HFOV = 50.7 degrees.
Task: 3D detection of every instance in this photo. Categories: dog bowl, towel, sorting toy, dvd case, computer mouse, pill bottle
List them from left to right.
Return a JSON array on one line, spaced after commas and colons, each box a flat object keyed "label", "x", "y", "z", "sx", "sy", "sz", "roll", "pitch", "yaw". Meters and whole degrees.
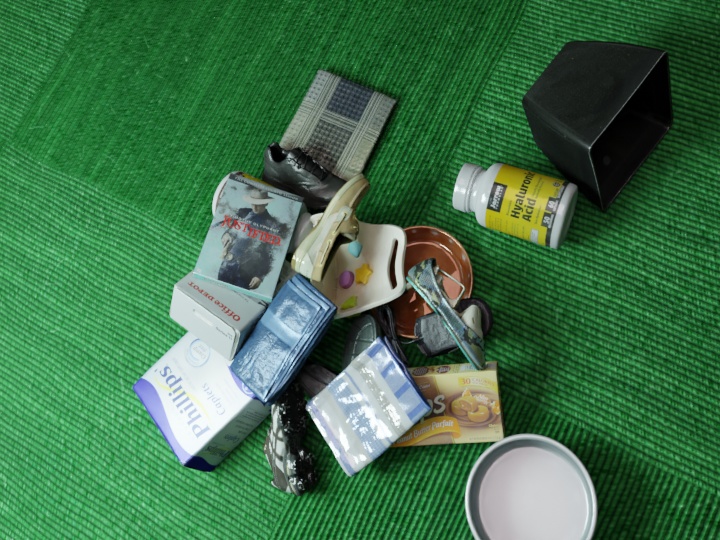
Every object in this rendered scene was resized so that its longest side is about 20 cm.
[{"label": "dvd case", "x": -0.191, "y": -0.060, "z": 1.314, "sx": 0.142, "sy": 0.022, "sz": 0.204, "roll": 18, "pitch": 64, "yaw": -3}, {"label": "pill bottle", "x": -0.174, "y": -0.101, "z": 1.422, "sx": 0.197, "sy": 0.109, "sz": 0.111, "roll": 26, "pitch": 81, "yaw": 22}, {"label": "towel", "x": -0.129, "y": 0.111, "z": 1.248, "sx": 0.111, "sy": 0.048, "sz": 0.202, "roll": 36, "pitch": 93, "yaw": 29}, {"label": "towel", "x": -0.047, "y": -0.278, "z": 1.489, "sx": 0.189, "sy": 0.035, "sz": 0.203, "roll": 25, "pitch": 79, "yaw": 19}, {"label": "sorting toy", "x": 0.000, "y": 0.000, "z": 1.310, "sx": 0.176, "sy": 0.106, "sz": 0.205, "roll": -11, "pitch": 63, "yaw": 32}, {"label": "towel", "x": 0.008, "y": 0.221, "z": 1.228, "sx": 0.200, "sy": 0.024, "sz": 0.148, "roll": -44, "pitch": 70, "yaw": 24}, {"label": "computer mouse", "x": 0.123, "y": 0.078, "z": 1.281, "sx": 0.197, "sy": 0.046, "sz": 0.143, "roll": -28, "pitch": 75, "yaw": 19}, {"label": "pill bottle", "x": 0.262, "y": -0.118, "z": 1.300, "sx": 0.196, "sy": 0.111, "sz": 0.114, "roll": 19, "pitch": 78, "yaw": 21}, {"label": "dog bowl", "x": 0.261, "y": 0.359, "z": 1.166, "sx": 0.194, "sy": 0.079, "sz": 0.206, "roll": -5, "pitch": 71, "yaw": 14}]

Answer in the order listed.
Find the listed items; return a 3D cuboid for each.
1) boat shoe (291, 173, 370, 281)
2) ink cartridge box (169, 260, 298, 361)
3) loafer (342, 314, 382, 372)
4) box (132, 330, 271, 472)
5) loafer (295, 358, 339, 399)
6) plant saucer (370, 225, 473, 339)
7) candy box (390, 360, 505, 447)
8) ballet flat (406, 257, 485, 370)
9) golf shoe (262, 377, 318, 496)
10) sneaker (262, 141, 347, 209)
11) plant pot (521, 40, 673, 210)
[{"label": "boat shoe", "x": -0.036, "y": -0.069, "z": 1.277, "sx": 0.066, "sy": 0.074, "sz": 0.202, "roll": 32, "pitch": 80, "yaw": 12}, {"label": "ink cartridge box", "x": -0.218, "y": 0.041, "z": 1.335, "sx": 0.145, "sy": 0.084, "sz": 0.200, "roll": 33, "pitch": 43, "yaw": 11}, {"label": "loafer", "x": 0.009, "y": 0.180, "z": 1.296, "sx": 0.070, "sy": 0.062, "sz": 0.206, "roll": 1, "pitch": 80, "yaw": 37}, {"label": "box", "x": -0.269, "y": 0.216, "z": 1.352, "sx": 0.200, "sy": 0.105, "sz": 0.184, "roll": -43, "pitch": 66, "yaw": 0}, {"label": "loafer", "x": -0.117, "y": 0.180, "z": 1.339, "sx": 0.197, "sy": 0.073, "sz": 0.074, "roll": 28, "pitch": 86, "yaw": 23}, {"label": "plant saucer", "x": 0.104, "y": 0.022, "z": 1.345, "sx": 0.194, "sy": 0.032, "sz": 0.206, "roll": -5, "pitch": 73, "yaw": 15}, {"label": "candy box", "x": 0.132, "y": 0.218, "z": 1.238, "sx": 0.194, "sy": 0.055, "sz": 0.119, "roll": -6, "pitch": 99, "yaw": 15}, {"label": "ballet flat", "x": 0.151, "y": 0.062, "z": 1.209, "sx": 0.074, "sy": 0.074, "sz": 0.201, "roll": -38, "pitch": 73, "yaw": 1}, {"label": "golf shoe", "x": -0.135, "y": 0.279, "z": 1.293, "sx": 0.093, "sy": 0.077, "sz": 0.206, "roll": -11, "pitch": 84, "yaw": 37}, {"label": "sneaker", "x": -0.105, "y": -0.181, "z": 1.428, "sx": 0.195, "sy": 0.092, "sz": 0.076, "roll": 19, "pitch": 45, "yaw": 19}, {"label": "plant pot", "x": 0.386, "y": -0.261, "z": 1.275, "sx": 0.176, "sy": 0.200, "sz": 0.201, "roll": 37, "pitch": 85, "yaw": 34}]
